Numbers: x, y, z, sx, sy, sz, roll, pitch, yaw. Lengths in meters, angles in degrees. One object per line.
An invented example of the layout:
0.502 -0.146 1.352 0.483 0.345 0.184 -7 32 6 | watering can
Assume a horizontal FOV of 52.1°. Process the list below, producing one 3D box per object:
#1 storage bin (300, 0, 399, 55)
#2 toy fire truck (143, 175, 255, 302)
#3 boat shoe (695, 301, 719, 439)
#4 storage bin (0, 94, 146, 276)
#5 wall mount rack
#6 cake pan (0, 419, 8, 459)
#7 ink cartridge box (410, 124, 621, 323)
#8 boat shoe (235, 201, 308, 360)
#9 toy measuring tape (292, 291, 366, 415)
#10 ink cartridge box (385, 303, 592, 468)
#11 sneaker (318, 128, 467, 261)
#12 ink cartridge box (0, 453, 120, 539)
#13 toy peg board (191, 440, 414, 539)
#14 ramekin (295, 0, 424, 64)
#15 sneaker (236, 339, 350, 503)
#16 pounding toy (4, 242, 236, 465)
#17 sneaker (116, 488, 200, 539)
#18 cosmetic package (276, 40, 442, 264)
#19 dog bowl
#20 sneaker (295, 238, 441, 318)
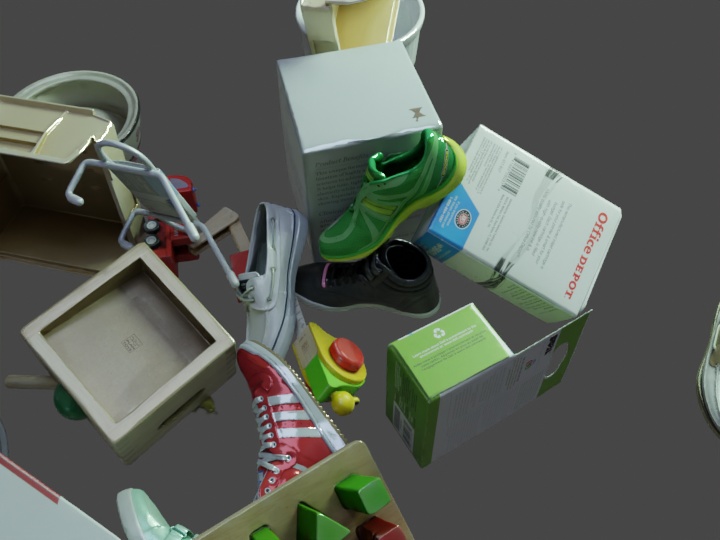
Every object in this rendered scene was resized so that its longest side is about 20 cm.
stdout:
-0.009 -0.361 0.956 0.092 0.200 0.201 7 72 8 | storage bin
-0.204 -0.046 0.948 0.139 0.049 0.202 -8 53 -6 | toy fire truck
0.424 0.095 0.821 0.074 0.069 0.202 13 55 11 | boat shoe
-0.382 -0.098 0.896 0.196 0.201 0.095 10 51 9 | storage bin
-0.216 -0.056 0.809 0.172 0.200 0.075 14 70 18 | wall mount rack
-0.459 0.220 0.760 0.197 0.037 0.202 -1 53 1 | cake pan
0.182 -0.049 0.863 0.198 0.084 0.147 30 75 -5 | ink cartridge box
-0.115 0.019 0.851 0.066 0.073 0.203 21 67 -37 | boat shoe
-0.041 0.086 0.842 0.073 0.074 0.201 -16 45 -11 | toy measuring tape
0.129 0.101 0.773 0.198 0.149 0.076 -26 55 -18 | ink cartridge box
0.023 -0.088 0.824 0.199 0.083 0.074 -38 32 19 | sneaker
-0.256 0.264 0.625 0.143 0.201 0.084 26 53 19 | ink cartridge box
-0.027 0.281 0.617 0.198 0.098 0.201 -27 86 -19 | toy peg board
0.000 -0.368 1.155 0.197 0.098 0.203 0 54 1 | ramekin
-0.091 0.173 0.754 0.112 0.071 0.200 -36 75 -23 | sneaker
-0.269 0.101 0.804 0.184 0.143 0.200 44 66 13 | pounding toy
-0.138 0.262 0.700 0.118 0.074 0.200 -39 71 -18 | sneaker
-0.004 -0.145 0.925 0.165 0.201 0.168 -12 53 -9 | cosmetic package
-0.404 -0.191 1.044 0.197 0.074 0.202 -1 53 1 | dog bowl
0.000 0.000 0.880 0.197 0.100 0.071 7 55 8 | sneaker
